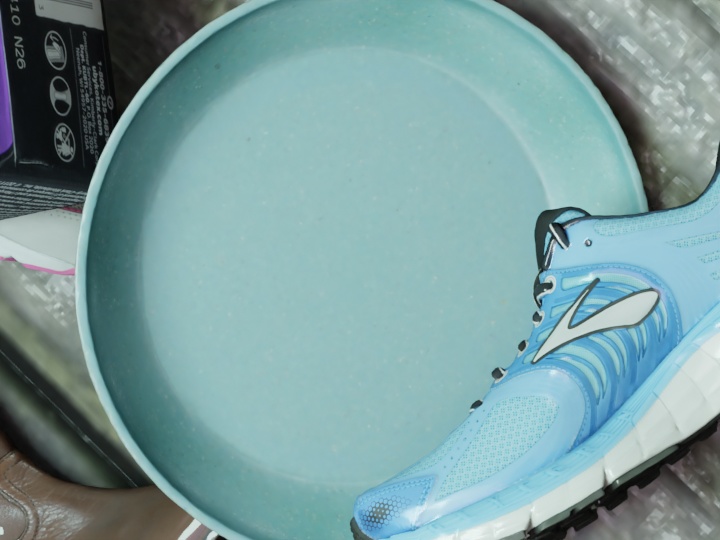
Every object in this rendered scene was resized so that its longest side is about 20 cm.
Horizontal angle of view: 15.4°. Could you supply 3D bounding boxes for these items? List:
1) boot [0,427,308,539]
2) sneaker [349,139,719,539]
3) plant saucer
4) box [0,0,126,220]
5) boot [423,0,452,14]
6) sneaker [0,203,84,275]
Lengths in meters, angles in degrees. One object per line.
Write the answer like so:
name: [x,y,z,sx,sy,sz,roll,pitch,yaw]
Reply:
boot: [-0.133,0.057,0.985,0.186,0.064,0.200,-47,74,19]
sneaker: [0.076,0.027,0.881,0.200,0.078,0.090,-36,79,-5]
plant saucer: [0.000,0.000,0.902,0.199,0.036,0.201,-2,96,-15]
box: [-0.194,-0.069,0.890,0.199,0.106,0.123,-10,83,25]
boot: [0.076,-0.152,0.884,0.199,0.072,0.145,10,99,27]
sneaker: [-0.148,-0.084,0.966,0.088,0.081,0.200,-45,80,20]
